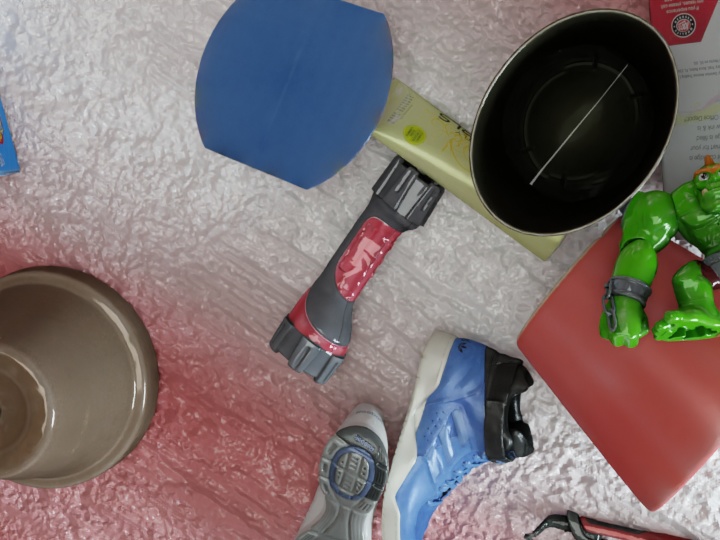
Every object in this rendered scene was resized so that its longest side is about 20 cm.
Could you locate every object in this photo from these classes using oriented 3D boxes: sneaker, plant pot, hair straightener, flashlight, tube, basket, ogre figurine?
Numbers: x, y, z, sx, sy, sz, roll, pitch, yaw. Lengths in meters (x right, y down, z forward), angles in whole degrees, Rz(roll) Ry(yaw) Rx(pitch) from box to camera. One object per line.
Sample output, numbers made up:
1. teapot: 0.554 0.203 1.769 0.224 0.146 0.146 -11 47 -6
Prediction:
1. sneaker: -0.011 0.208 1.354 0.074 0.087 0.202 22 117 3
2. plant pot: -0.290 0.107 1.327 0.197 0.175 0.203 1 98 7
3. hair straightener: 0.238 0.264 1.340 0.197 0.041 0.078 12 98 6
4. plant pot: 0.236 0.066 1.252 0.177 0.200 0.201 41 100 10
5. flashlight: 0.000 0.000 1.329 0.067 0.068 0.201 36 100 3
6. tube: 0.093 -0.086 1.310 0.199 0.058 0.052 37 96 1
7. basket: 0.174 -0.118 1.222 0.136 0.200 0.181 39 101 4
8. ogre figurine: 0.270 -0.017 1.150 0.198 0.098 0.121 -22 62 24
9. sneaker: 0.090 0.163 1.330 0.110 0.077 0.203 15 92 15

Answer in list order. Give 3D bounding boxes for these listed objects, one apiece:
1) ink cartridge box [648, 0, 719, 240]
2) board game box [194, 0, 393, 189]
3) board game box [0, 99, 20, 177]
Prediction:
1. ink cartridge box: 0.318 -0.131 1.232 0.145 0.082 0.203 1 99 45
2. board game box: -0.052 -0.157 1.319 0.198 0.039 0.160 23 91 32
3. board game box: -0.427 -0.160 1.374 0.193 0.056 0.203 -14 94 9
